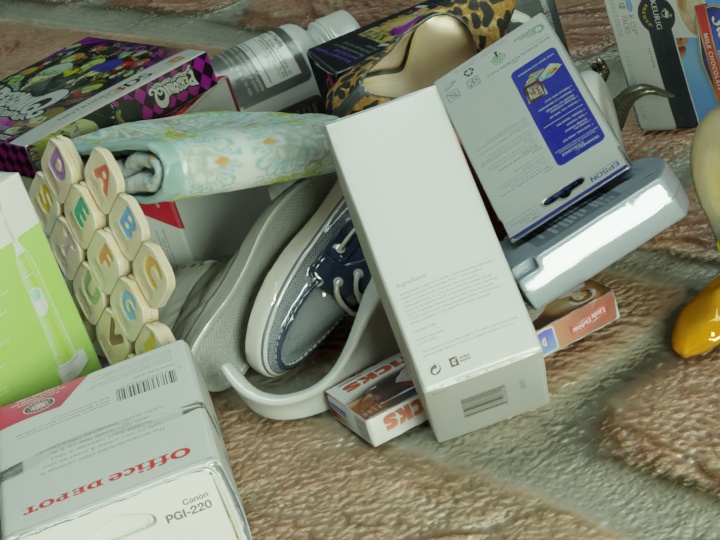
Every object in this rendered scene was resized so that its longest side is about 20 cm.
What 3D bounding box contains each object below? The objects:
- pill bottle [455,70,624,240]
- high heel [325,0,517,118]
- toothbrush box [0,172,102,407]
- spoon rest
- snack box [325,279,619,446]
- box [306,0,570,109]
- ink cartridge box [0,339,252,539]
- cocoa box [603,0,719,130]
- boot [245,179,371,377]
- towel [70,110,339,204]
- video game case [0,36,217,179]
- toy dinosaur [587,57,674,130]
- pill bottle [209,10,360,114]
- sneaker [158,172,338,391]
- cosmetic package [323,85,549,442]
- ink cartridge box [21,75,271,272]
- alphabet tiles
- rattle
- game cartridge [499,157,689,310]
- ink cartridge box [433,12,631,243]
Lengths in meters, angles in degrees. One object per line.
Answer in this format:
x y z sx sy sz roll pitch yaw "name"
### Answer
0.099 -0.077 1.629 0.199 0.113 0.112 -13 24 15 "pill bottle"
0.056 -0.169 1.672 0.200 0.071 0.143 -39 -2 -8 "high heel"
-0.286 0.048 1.545 0.086 0.201 0.146 6 35 44 "toothbrush box"
0.003 0.045 1.489 0.200 0.099 0.061 -31 56 1 "spoon rest"
0.077 0.058 1.461 0.199 0.024 0.072 -27 22 -16 "snack box"
0.073 -0.161 1.816 0.199 0.123 0.106 -23 22 -8 "box"
-0.157 0.140 1.390 0.145 0.085 0.200 -21 22 -3 "ink cartridge box"
0.311 -0.218 1.743 0.131 0.134 0.200 1 31 37 "cocoa box"
0.000 0.000 1.539 0.090 0.073 0.200 26 81 34 "boot"
-0.117 -0.088 1.564 0.171 0.048 0.200 -14 12 -31 "towel"
-0.243 -0.137 1.750 0.181 0.036 0.200 -31 25 -28 "video game case"
0.157 -0.116 1.723 0.199 0.103 0.077 0 -11 13 "toy dinosaur"
-0.086 -0.156 1.941 0.199 0.113 0.113 -25 24 -12 "pill bottle"
-0.087 -0.007 1.613 0.200 0.074 0.115 -51 29 -11 "sneaker"
0.049 -0.004 1.386 0.085 0.108 0.201 -19 68 0 "cosmetic package"
-0.201 -0.060 1.779 0.199 0.146 0.145 -6 27 28 "ink cartridge box"
-0.189 0.005 1.555 0.015 0.200 0.196 -19 -18 -30 "alphabet tiles"
0.234 -0.069 1.387 0.142 0.201 0.130 -23 37 -15 "rattle"
0.155 -0.028 1.440 0.133 0.041 0.200 -36 5 2 "game cartridge"
0.125 -0.094 1.509 0.099 0.039 0.200 -31 40 10 "ink cartridge box"
